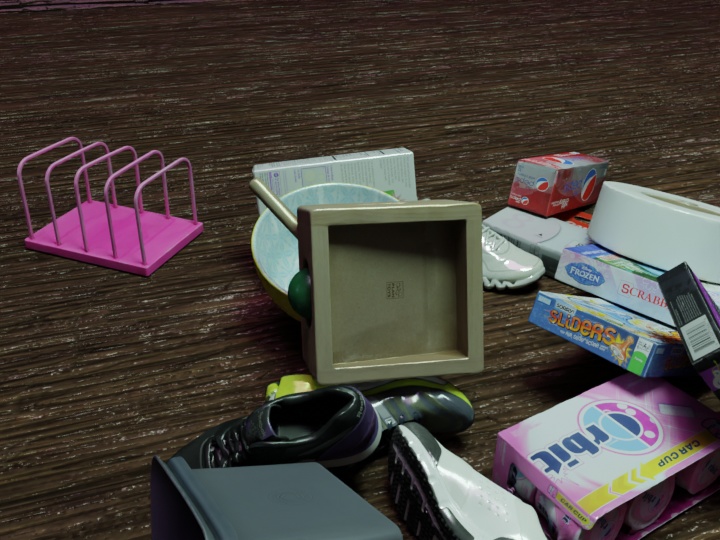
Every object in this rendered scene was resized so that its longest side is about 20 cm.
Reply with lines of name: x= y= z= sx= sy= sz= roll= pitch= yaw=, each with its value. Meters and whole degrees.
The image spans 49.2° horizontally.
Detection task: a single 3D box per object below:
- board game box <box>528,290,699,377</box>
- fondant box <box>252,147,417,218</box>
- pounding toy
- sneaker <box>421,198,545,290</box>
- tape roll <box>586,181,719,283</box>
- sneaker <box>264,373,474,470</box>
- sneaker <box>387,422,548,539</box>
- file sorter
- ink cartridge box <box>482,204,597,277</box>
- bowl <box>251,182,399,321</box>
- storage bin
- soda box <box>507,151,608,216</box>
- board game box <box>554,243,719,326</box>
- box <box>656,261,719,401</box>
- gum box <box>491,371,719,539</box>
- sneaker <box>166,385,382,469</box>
board game box: x=0.285 y=0.067 z=0.812 sx=0.200 sy=0.035 sz=0.135 roll=7 pitch=15 yaw=-45
fondant box: x=-0.028 y=-0.071 z=0.996 sx=0.199 sy=0.145 sz=0.058 roll=-7 pitch=15 yaw=-5
pounding toy: x=0.000 y=0.000 z=0.757 sx=0.199 sy=0.185 sz=0.142 roll=-3 pitch=7 yaw=-11
sneaker: x=0.144 y=-0.035 z=1.022 sx=0.200 sy=0.081 sz=0.075 roll=20 pitch=34 yaw=27
tape roll: x=0.384 y=-0.048 z=0.957 sx=0.202 sy=0.071 sz=0.202 roll=13 pitch=14 yaw=-3
sneaker: x=0.008 y=0.147 z=0.736 sx=0.199 sy=0.074 sz=0.081 roll=-3 pitch=43 yaw=2
sneaker: x=0.091 y=0.200 z=0.642 sx=0.080 sy=0.074 sz=0.200 roll=-12 pitch=41 yaw=-28
file sorter: x=-0.341 y=-0.097 z=1.071 sx=0.199 sy=0.126 sz=0.139 roll=12 pitch=32 yaw=18
ink cartridge box: x=0.288 y=-0.058 z=1.096 sx=0.162 sy=0.057 sz=0.200 roll=25 pitch=43 yaw=35
bowl: x=-0.025 y=0.003 z=0.910 sx=0.200 sy=0.108 sz=0.200 roll=2 pitch=46 yaw=-2
storage bin: x=-0.061 y=0.211 z=0.545 sx=0.134 sy=0.146 sz=0.200 roll=-2 pitch=4 yaw=-23
soda box: x=0.294 y=-0.130 z=1.156 sx=0.063 sy=0.070 sz=0.200 roll=23 pitch=23 yaw=33
board game box: x=0.361 y=0.018 z=0.917 sx=0.199 sy=0.041 sz=0.200 roll=25 pitch=20 yaw=34
box: x=0.342 y=0.103 z=0.701 sx=0.036 sy=0.200 sz=0.143 roll=-35 pitch=18 yaw=23
gum box: x=0.221 y=0.168 z=0.691 sx=0.200 sy=0.066 sz=0.113 roll=-17 pitch=34 yaw=-28
sneaker: x=-0.087 y=0.139 z=0.660 sx=0.200 sy=0.088 sz=0.076 roll=-21 pitch=59 yaw=3
